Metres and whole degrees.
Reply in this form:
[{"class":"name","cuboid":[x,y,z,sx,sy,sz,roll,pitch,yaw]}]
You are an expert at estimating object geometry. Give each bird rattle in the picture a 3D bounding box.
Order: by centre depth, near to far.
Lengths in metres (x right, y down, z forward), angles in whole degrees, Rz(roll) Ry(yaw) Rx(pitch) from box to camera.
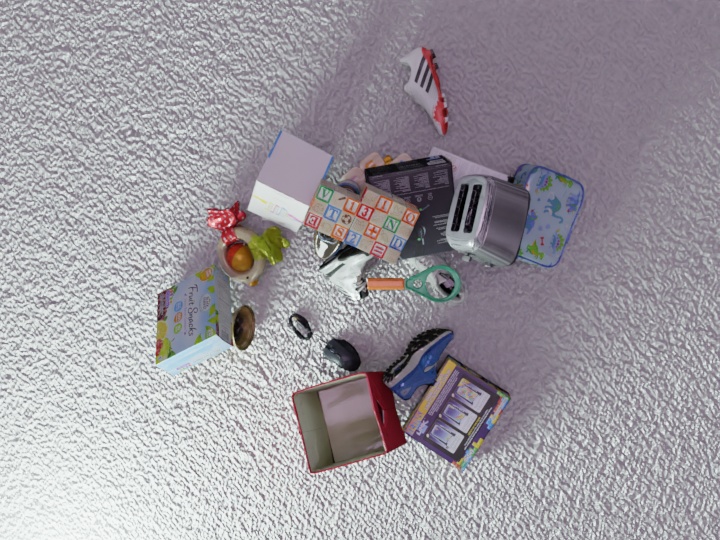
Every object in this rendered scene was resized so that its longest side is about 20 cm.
[{"class":"bird rattle","cuboid":[-0.274,-0.053,1.458,0.199,0.113,0.164,25,113,8]}]

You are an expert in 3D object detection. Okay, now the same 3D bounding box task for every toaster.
[{"class":"toaster","cuboid":[0.255,-0.110,1.277,0.129,0.113,0.202,14,90,-38]}]

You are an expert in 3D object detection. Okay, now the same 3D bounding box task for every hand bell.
[{"class":"hand bell","cuboid":[-0.357,0.126,1.495,0.198,0.104,0.105,3,94,19]}]

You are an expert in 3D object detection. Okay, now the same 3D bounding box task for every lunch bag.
[{"class":"lunch bag","cuboid":[0.379,-0.113,1.363,0.160,0.082,0.201,17,97,-17]}]

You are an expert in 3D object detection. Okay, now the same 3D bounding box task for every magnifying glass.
[{"class":"magnifying glass","cuboid":[0.114,0.028,1.363,0.198,0.022,0.080,0,92,-2]}]

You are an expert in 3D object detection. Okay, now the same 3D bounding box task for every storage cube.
[{"class":"storage cube","cuboid":[-0.022,0.321,1.382,0.199,0.180,0.172,-19,77,15]}]

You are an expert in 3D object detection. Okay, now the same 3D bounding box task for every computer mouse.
[{"class":"computer mouse","cuboid":[-0.085,0.166,1.478,0.199,0.034,0.059,33,98,4]}]

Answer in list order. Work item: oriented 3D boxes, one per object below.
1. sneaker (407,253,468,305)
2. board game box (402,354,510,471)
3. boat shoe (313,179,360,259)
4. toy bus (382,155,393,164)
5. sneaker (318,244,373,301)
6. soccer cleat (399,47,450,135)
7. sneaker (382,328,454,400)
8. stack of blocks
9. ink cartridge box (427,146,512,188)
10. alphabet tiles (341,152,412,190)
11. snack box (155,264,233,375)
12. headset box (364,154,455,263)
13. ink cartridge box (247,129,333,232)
[{"class":"sneaker","cuboid":[0.165,-0.005,1.414,0.075,0.081,0.200,-44,86,9]},{"class":"board game box","cuboid":[0.214,0.319,1.440,0.165,0.057,0.201,32,97,6]},{"class":"boat shoe","cuboid":[-0.062,-0.095,1.349,0.072,0.073,0.201,22,126,1]},{"class":"toy bus","cuboid":[0.003,-0.172,1.422,0.200,0.078,0.065,-38,89,8]},{"class":"sneaker","cuboid":[0.000,0.000,1.400,0.115,0.200,0.076,48,58,-12]},{"class":"soccer cleat","cuboid":[0.142,-0.387,1.402,0.085,0.069,0.202,-15,89,16]},{"class":"sneaker","cuboid":[0.139,0.205,1.414,0.200,0.078,0.089,-42,108,-21]},{"class":"stack of blocks","cuboid":[0.002,-0.109,1.253,0.199,0.059,0.116,23,107,-9]},{"class":"ink cartridge box","cuboid":[0.222,-0.162,1.418,0.199,0.050,0.163,24,97,12]},{"class":"alphabet tiles","cuboid":[0.053,-0.151,1.380,0.195,0.015,0.200,-37,108,7]},{"class":"snack box","cuboid":[-0.371,0.109,1.429,0.168,0.068,0.201,-25,50,15]},{"class":"headset box","cuboid":[0.109,-0.122,1.337,0.173,0.093,0.202,-11,109,-1]},{"class":"ink cartridge box","cuboid":[-0.156,-0.182,1.378,0.125,0.200,0.129,25,71,-9]}]
